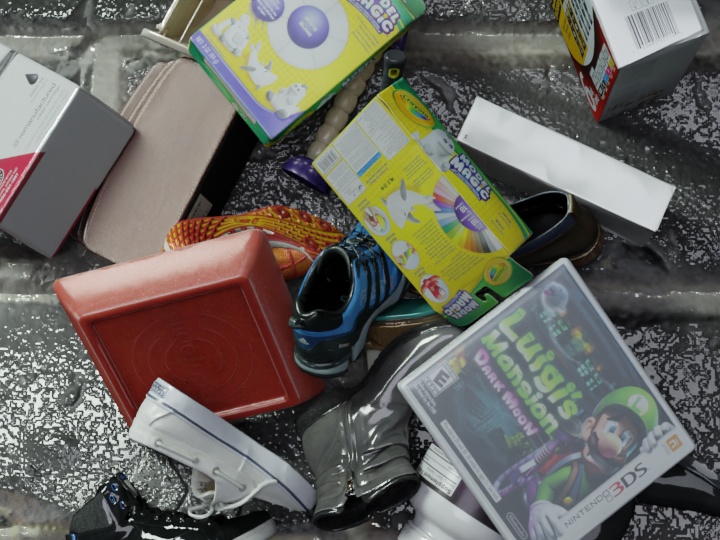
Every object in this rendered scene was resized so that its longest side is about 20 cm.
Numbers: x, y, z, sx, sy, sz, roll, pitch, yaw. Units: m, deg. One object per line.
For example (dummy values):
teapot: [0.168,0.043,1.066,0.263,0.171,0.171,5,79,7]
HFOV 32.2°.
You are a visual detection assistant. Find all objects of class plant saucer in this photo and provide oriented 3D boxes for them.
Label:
plant saucer: [-0.151,0.072,1.124,0.197,0.201,0.037,-13,37,8]

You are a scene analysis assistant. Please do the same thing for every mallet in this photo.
mallet: [0.012,-0.129,1.130,0.065,0.201,0.042,1,59,3]

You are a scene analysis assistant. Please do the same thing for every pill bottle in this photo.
pill bottle: [0.117,0.175,1.120,0.112,0.112,0.201,31,87,8]

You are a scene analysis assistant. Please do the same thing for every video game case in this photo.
video game case: [0.159,0.123,1.056,0.181,0.023,0.201,-36,94,-6]

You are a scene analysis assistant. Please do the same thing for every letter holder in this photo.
letter holder: [-0.200,-0.103,1.192,0.141,0.101,0.202,27,86,10]

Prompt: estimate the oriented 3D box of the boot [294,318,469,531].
boot: [0.035,0.143,1.116,0.199,0.070,0.132,-39,40,15]

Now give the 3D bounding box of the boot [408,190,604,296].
boot: [0.118,-0.030,1.140,0.198,0.097,0.076,-15,67,15]

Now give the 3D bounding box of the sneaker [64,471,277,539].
sneaker: [-0.185,0.233,1.160,0.198,0.073,0.113,-22,83,4]

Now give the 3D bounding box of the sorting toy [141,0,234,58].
sorting toy: [-0.076,-0.258,1.186,0.179,0.107,0.202,27,83,13]

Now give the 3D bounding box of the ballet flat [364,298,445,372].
ballet flat: [-0.013,0.066,1.175,0.197,0.068,0.073,-2,103,5]

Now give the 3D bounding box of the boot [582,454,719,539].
boot: [0.228,0.245,1.123,0.164,0.066,0.201,30,83,17]

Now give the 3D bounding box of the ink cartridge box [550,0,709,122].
ink cartridge box: [0.226,-0.248,1.119,0.083,0.200,0.178,-20,81,3]

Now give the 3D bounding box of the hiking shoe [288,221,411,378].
hiking shoe: [0.000,0.000,1.116,0.074,0.087,0.201,13,54,20]

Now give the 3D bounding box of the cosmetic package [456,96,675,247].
cosmetic package: [0.188,-0.092,1.163,0.198,0.083,0.051,26,86,7]

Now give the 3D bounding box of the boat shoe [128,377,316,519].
boat shoe: [-0.127,0.184,1.121,0.202,0.074,0.087,40,79,-33]

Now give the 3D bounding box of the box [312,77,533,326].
box: [0.060,-0.053,1.077,0.201,0.117,0.048,52,48,0]

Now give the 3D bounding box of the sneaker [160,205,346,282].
sneaker: [-0.099,-0.012,1.164,0.198,0.078,0.073,-4,44,-30]

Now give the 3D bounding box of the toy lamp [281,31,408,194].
toy lamp: [-0.010,-0.175,1.205,0.058,0.058,0.202,28,86,8]

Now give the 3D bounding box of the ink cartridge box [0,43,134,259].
ink cartridge box: [-0.328,-0.123,1.169,0.199,0.083,0.146,29,85,38]

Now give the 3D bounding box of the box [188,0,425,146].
box: [-0.043,-0.220,1.123,0.200,0.048,0.118,-42,94,-12]
